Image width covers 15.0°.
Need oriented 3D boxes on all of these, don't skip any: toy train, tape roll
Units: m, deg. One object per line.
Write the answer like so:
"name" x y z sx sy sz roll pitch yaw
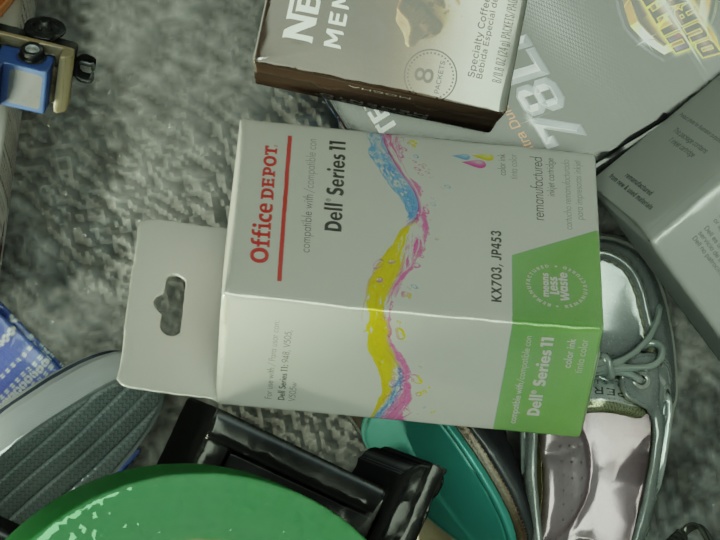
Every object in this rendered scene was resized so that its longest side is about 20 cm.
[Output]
"toy train" -0.211 -0.101 1.154 0.199 0.046 0.034 12 127 2
"tape roll" -0.069 0.178 1.087 0.199 0.048 0.202 0 91 -13

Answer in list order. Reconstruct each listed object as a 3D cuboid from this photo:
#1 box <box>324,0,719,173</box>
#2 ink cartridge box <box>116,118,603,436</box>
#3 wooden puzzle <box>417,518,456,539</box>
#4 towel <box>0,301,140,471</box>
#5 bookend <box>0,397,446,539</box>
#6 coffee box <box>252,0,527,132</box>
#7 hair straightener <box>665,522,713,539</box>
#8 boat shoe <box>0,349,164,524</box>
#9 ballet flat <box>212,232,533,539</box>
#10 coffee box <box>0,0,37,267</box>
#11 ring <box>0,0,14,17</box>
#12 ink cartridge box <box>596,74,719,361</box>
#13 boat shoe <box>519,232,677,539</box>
"box" 0.065 -0.134 1.256 0.198 0.050 0.201 -31 90 -2
"ink cartridge box" 0.000 0.000 1.171 0.199 0.117 0.068 5 132 -3
"wooden puzzle" -0.047 0.205 1.253 0.199 0.037 0.186 -2 90 -6
"towel" -0.218 0.063 1.263 0.145 0.024 0.200 -45 91 0
"bookend" -0.099 0.130 1.152 0.198 0.092 0.201 27 85 -12
"coffee box" 0.026 -0.171 1.192 0.112 0.080 0.201 12 88 -1
"hair straightener" 0.110 0.203 1.209 0.077 0.041 0.201 27 95 -19
"boat shoe" -0.183 0.092 1.222 0.200 0.074 0.067 -37 54 -11
"ballet flat" 0.014 0.044 1.246 0.200 0.073 0.073 41 89 5
"coffee box" -0.209 -0.070 1.215 0.114 0.080 0.201 6 77 -2
"ring" -0.236 -0.153 1.164 0.199 0.019 0.201 4 49 -4
"ink cartridge box" 0.228 -0.039 1.218 0.200 0.088 0.145 -40 114 1
"boat shoe" 0.107 0.084 1.247 0.074 0.065 0.203 8 90 -1
